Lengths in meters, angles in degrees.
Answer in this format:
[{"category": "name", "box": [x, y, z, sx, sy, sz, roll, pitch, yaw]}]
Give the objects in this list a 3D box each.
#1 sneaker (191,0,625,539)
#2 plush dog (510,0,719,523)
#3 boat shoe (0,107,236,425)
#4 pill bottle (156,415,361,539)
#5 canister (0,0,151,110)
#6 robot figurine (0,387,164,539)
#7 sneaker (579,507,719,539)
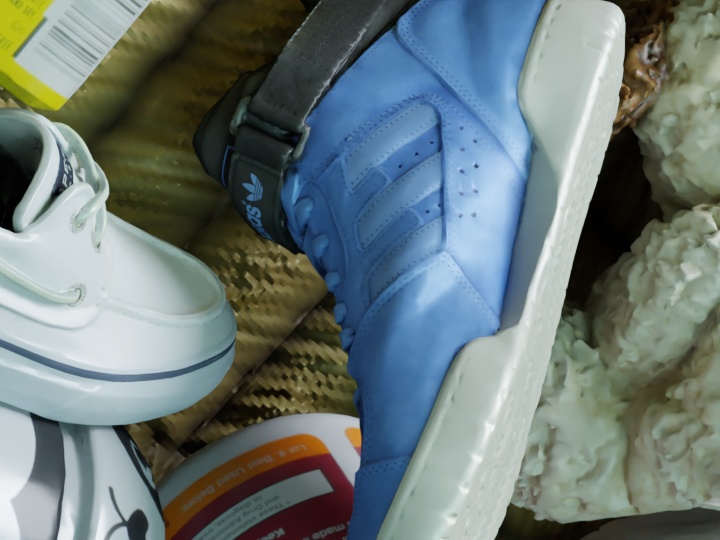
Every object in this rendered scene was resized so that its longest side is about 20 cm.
[{"category": "sneaker", "box": [0.000, 0.000, 0.812, 0.077, 0.111, 0.200, 78, 27, -65]}, {"category": "plush dog", "box": [0.136, -0.017, 0.894, 0.200, 0.160, 0.172, -8, 90, -25]}, {"category": "boat shoe", "box": [-0.096, -0.009, 0.759, 0.200, 0.074, 0.067, 12, 123, -48]}, {"category": "pill bottle", "box": [0.010, 0.142, 0.829, 0.113, 0.200, 0.113, -16, 131, -19]}, {"category": "canister", "box": [-0.071, -0.159, 0.746, 0.200, 0.087, 0.149, -50, 125, 1]}, {"category": "robot figurine", "box": [-0.148, 0.068, 0.779, 0.200, 0.125, 0.150, 24, 99, -33]}, {"category": "sneaker", "box": [0.116, 0.113, 0.921, 0.200, 0.080, 0.076, -24, 88, 18]}]
